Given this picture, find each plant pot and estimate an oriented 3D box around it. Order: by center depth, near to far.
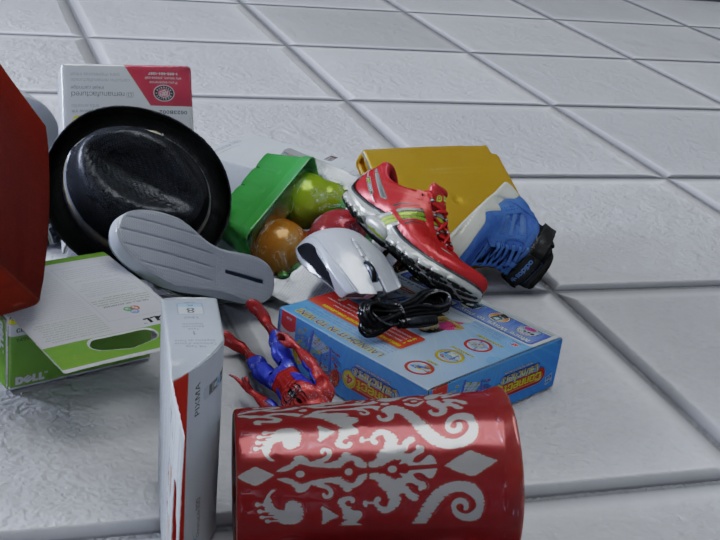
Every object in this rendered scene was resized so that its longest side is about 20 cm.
[{"bbox_3d":[-0.363,-0.050,1.006,0.199,0.177,0.200,-16,-16,-3],"label":"plant pot"}]

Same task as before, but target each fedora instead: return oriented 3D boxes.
[{"bbox_3d":[-0.228,-0.087,1.258,0.200,0.201,0.092,2,-8,-13],"label":"fedora"}]

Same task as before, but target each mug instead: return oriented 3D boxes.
[{"bbox_3d":[0.009,0.160,0.875,0.199,0.134,0.178,0,21,-7],"label":"mug"}]

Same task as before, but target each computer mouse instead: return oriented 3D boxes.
[{"bbox_3d":[0.000,0.000,1.201,0.109,0.044,0.200,-9,31,-32],"label":"computer mouse"}]

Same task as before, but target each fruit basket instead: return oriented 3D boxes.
[{"bbox_3d":[-0.051,-0.037,1.343,0.200,0.094,0.185,27,61,17],"label":"fruit basket"}]

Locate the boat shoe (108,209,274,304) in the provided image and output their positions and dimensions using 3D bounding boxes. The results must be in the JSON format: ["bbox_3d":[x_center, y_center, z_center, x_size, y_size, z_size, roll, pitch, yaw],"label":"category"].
[{"bbox_3d":[-0.178,0.000,1.226,0.071,0.072,0.200,-17,-31,39],"label":"boat shoe"}]

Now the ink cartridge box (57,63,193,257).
[{"bbox_3d":[-0.258,-0.120,1.352,0.145,0.201,0.083,-1,-9,-17],"label":"ink cartridge box"}]

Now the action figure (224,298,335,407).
[{"bbox_3d":[-0.074,0.091,1.098,0.052,0.065,0.200,45,-2,-36],"label":"action figure"}]

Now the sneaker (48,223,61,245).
[{"bbox_3d":[-0.353,-0.069,1.411,0.200,0.078,0.086,-2,8,-31],"label":"sneaker"}]

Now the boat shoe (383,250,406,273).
[{"bbox_3d":[0.033,-0.013,1.368,0.200,0.071,0.070,26,24,35],"label":"boat shoe"}]

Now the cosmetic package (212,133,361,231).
[{"bbox_3d":[-0.092,-0.103,1.531,0.200,0.081,0.113,18,27,23],"label":"cosmetic package"}]

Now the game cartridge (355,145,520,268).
[{"bbox_3d":[0.112,-0.076,1.490,0.200,0.032,0.177,-4,57,-32],"label":"game cartridge"}]

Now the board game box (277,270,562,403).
[{"bbox_3d":[0.056,0.074,1.183,0.196,0.056,0.200,-16,31,-42],"label":"board game box"}]

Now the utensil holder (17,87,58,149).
[{"bbox_3d":[-0.478,-0.164,1.455,0.200,0.170,0.170,27,30,37],"label":"utensil holder"}]

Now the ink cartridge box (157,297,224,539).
[{"bbox_3d":[-0.115,0.131,0.861,0.047,0.161,0.200,0,24,-13],"label":"ink cartridge box"}]

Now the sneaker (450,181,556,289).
[{"bbox_3d":[0.162,-0.023,1.382,0.111,0.077,0.200,47,29,2],"label":"sneaker"}]

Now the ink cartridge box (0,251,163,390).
[{"bbox_3d":[-0.250,0.062,1.100,0.148,0.076,0.200,-11,30,-38],"label":"ink cartridge box"}]

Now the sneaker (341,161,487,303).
[{"bbox_3d":[0.063,-0.046,1.235,0.200,0.085,0.077,43,-4,32],"label":"sneaker"}]
